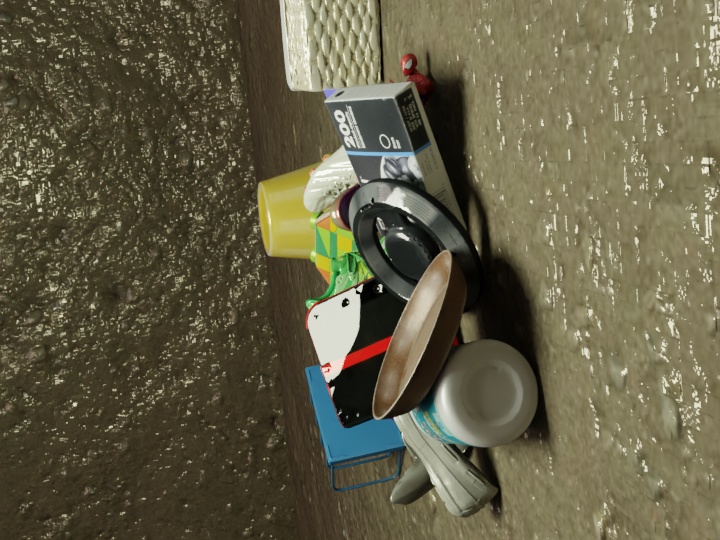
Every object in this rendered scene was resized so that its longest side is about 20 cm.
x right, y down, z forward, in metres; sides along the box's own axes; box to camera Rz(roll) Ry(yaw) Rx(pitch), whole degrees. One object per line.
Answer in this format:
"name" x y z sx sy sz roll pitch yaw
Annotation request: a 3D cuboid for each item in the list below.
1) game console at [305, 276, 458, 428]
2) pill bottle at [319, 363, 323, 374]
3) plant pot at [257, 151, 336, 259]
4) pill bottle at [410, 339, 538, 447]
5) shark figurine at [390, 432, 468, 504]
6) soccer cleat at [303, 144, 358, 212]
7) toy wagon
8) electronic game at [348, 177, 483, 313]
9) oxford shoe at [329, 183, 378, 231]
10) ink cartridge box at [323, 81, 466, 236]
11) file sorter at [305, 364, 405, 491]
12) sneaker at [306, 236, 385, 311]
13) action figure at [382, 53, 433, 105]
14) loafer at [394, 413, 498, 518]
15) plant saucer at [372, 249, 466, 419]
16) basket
"game console" 0.030 0.097 1.215 0.031 0.198 0.179 0 -113 -66
"pill bottle" -0.005 0.152 1.471 0.200 0.110 0.114 65 -167 -71
"plant pot" -0.079 -0.102 1.591 0.201 0.186 0.204 173 90 -77
"pill bottle" 0.116 0.140 1.022 0.200 0.109 0.113 139 122 -76
"shark figurine" 0.113 0.211 1.227 0.089 0.127 0.218 -15 64 53
"soccer cleat" -0.018 -0.150 1.375 0.200 0.069 0.078 -48 58 28
"toy wagon" -0.014 -0.010 1.480 0.154 0.040 0.202 23 133 24
"electronic game" 0.065 -0.025 1.103 0.199 0.042 0.201 32 147 24
"oxford shoe" -0.006 -0.086 1.299 0.200 0.074 0.072 -23 -79 -64
"ink cartridge box" 0.029 -0.133 1.134 0.199 0.043 0.200 13 132 56
"file sorter" -0.011 0.278 1.642 0.124 0.137 0.202 90 166 -47
"sneaker" 0.000 0.000 1.282 0.083 0.200 0.074 42 180 -5
"action figure" 0.052 -0.173 1.155 0.065 0.098 0.204 8 105 54
"loafer" 0.098 0.211 1.141 0.201 0.069 0.070 57 -173 12
"plant saucer" 0.069 0.076 1.002 0.200 0.034 0.203 -155 89 -83
"basket" -0.045 -0.378 1.389 0.123 0.133 0.203 -135 38 -66
